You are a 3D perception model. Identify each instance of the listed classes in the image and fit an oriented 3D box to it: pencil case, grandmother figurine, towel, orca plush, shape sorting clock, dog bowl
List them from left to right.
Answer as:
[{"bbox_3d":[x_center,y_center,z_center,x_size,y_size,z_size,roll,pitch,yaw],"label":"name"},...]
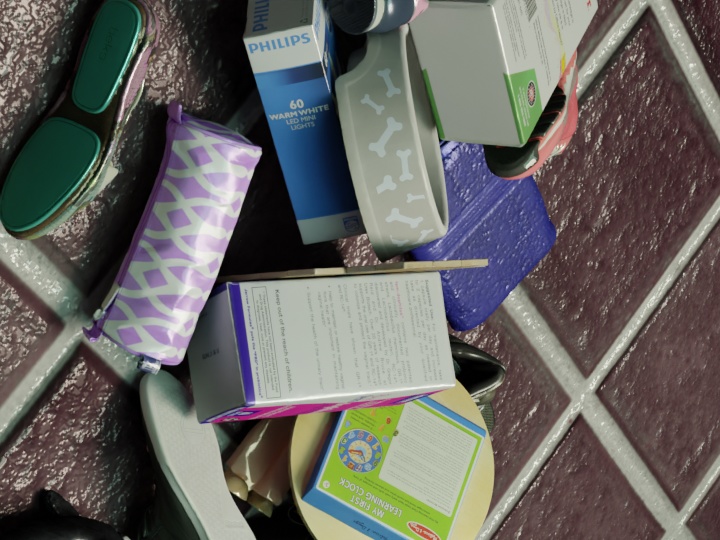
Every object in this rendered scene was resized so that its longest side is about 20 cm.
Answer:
[{"bbox_3d":[-0.257,0.216,1.545,0.199,0.072,0.105,3,152,-41],"label":"orca plush"},{"bbox_3d":[-0.148,-0.025,1.505,0.085,0.084,0.202,20,94,-25],"label":"pencil case"},{"bbox_3d":[-0.045,0.119,1.696,0.201,0.060,0.121,-55,147,-5],"label":"grandmother figurine"},{"bbox_3d":[0.027,0.169,1.672,0.198,0.039,0.202,8,72,-26],"label":"shape sorting clock"},{"bbox_3d":[0.027,-0.110,1.555,0.058,0.201,0.201,-10,128,7],"label":"dog bowl"},{"bbox_3d":[0.096,-0.054,1.761,0.148,0.049,0.201,-45,134,-15],"label":"towel"}]

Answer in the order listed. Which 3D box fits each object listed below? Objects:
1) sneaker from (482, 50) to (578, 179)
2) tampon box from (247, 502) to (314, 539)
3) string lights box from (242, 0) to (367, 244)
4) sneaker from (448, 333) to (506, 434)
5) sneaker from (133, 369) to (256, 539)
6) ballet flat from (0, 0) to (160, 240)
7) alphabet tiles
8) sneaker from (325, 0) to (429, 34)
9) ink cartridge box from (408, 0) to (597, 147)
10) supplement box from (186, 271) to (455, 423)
[{"bbox_3d":[0.165,-0.129,1.710,0.201,0.073,0.087,-65,141,-48],"label":"sneaker"},{"bbox_3d":[-0.050,0.303,1.712,0.199,0.149,0.128,-18,123,-38],"label":"tampon box"},{"bbox_3d":[-0.041,-0.133,1.532,0.058,0.103,0.201,-9,128,8],"label":"string lights box"},{"bbox_3d":[0.094,0.120,1.796,0.076,0.114,0.200,-48,138,-14],"label":"sneaker"},{"bbox_3d":[-0.161,0.186,1.603,0.071,0.099,0.202,-30,99,-54],"label":"sneaker"},{"bbox_3d":[-0.198,-0.109,1.427,0.202,0.069,0.071,-64,158,1],"label":"ballet flat"},{"bbox_3d":[0.000,0.000,1.583,0.166,0.199,0.008,-2,88,-44],"label":"alphabet tiles"},{"bbox_3d":[0.004,-0.286,1.499,0.082,0.070,0.202,-11,94,-43],"label":"sneaker"},{"bbox_3d":[0.123,-0.225,1.622,0.201,0.083,0.146,-60,145,-39],"label":"ink cartridge box"},{"bbox_3d":[-0.034,0.063,1.587,0.198,0.101,0.105,-5,79,-29],"label":"supplement box"}]
